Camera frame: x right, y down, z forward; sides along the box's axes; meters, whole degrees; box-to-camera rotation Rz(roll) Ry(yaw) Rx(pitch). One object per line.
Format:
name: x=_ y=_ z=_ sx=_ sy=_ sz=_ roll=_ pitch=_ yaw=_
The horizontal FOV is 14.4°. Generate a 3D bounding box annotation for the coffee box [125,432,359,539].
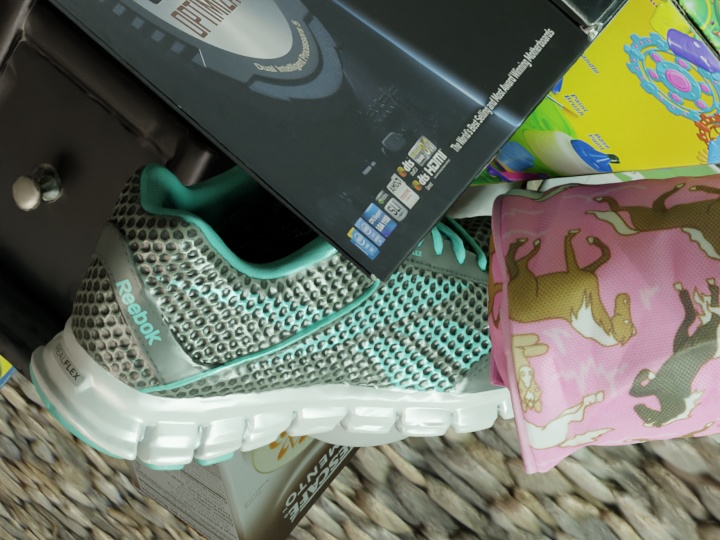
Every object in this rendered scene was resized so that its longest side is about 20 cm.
coffee box: x=-0.052 y=0.035 z=1.264 sx=0.080 sy=0.114 sz=0.200 roll=33 pitch=160 yaw=20

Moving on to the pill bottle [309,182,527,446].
pill bottle: x=0.002 y=-0.015 z=1.057 sx=0.114 sy=0.114 sz=0.200 roll=36 pitch=159 yaw=14

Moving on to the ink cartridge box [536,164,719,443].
ink cartridge box: x=0.118 y=-0.022 z=0.910 sx=0.104 sy=0.059 sz=0.200 roll=39 pitch=160 yaw=5

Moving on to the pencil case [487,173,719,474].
pencil case: x=0.130 y=0.005 z=0.762 sx=0.199 sy=0.083 sz=0.087 roll=-7 pitch=133 yaw=6

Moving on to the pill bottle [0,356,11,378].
pill bottle: x=-0.137 y=-0.047 z=1.119 sx=0.114 sy=0.200 sz=0.114 roll=35 pitch=159 yaw=16

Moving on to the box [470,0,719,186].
box: x=0.034 y=-0.135 z=0.740 sx=0.200 sy=0.122 sz=0.192 roll=49 pitch=159 yaw=-19

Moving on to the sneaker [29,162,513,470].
sneaker: x=0.000 y=0.000 z=0.860 sx=0.078 sy=0.199 sz=0.092 roll=46 pitch=133 yaw=37

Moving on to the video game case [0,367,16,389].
video game case: x=-0.195 y=0.023 z=1.371 sx=0.045 sy=0.200 sz=0.181 roll=34 pitch=160 yaw=9

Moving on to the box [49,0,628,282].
box: x=-0.019 y=-0.089 z=0.692 sx=0.160 sy=0.044 sz=0.200 roll=41 pitch=159 yaw=0

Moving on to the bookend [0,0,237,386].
bookend: x=-0.087 y=-0.088 z=0.919 sx=0.200 sy=0.092 sz=0.199 roll=40 pitch=117 yaw=19
